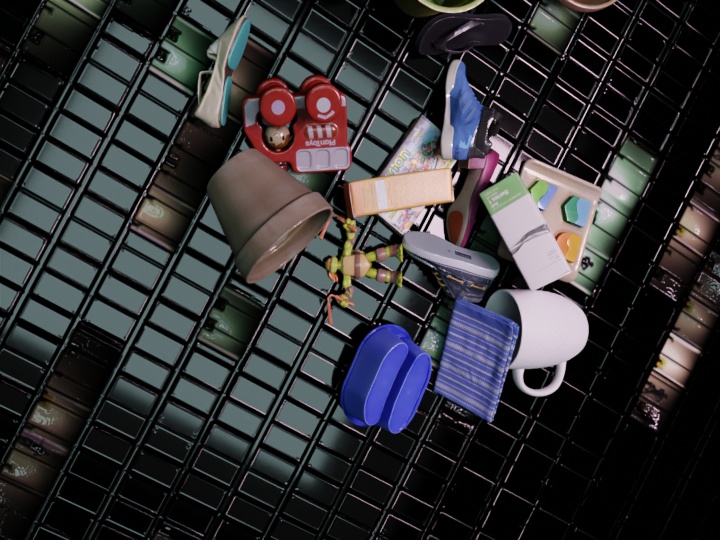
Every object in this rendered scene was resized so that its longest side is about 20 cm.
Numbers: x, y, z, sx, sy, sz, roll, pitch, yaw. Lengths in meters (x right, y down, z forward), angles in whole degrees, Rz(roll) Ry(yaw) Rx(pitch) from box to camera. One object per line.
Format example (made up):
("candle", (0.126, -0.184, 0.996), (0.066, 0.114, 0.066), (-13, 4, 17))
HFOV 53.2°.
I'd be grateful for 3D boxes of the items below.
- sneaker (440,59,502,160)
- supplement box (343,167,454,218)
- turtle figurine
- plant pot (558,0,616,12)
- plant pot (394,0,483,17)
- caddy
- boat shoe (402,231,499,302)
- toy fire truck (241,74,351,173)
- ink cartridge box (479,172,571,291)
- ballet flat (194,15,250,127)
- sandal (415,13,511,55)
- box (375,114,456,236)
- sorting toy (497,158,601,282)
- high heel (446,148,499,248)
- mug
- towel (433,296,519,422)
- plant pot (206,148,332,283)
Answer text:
("sneaker", (0.211, -0.299, 1.339), (0.108, 0.077, 0.205), (3, 68, 11))
("supplement box", (0.070, -0.143, 1.322), (0.194, 0.066, 0.071), (-12, 96, -10))
("turtle figurine", (0.000, 0.000, 1.351), (0.156, 0.064, 0.206), (2, 90, 1))
("plant pot", (0.423, -0.598, 1.390), (0.195, 0.093, 0.207), (-1, 94, -13))
("plant pot", (0.127, -0.539, 1.280), (0.194, 0.190, 0.206), (-1, 95, -13))
("caddy", (0.044, 0.205, 1.359), (0.140, 0.104, 0.204), (26, 88, -36))
("boat shoe", (0.162, -0.001, 1.376), (0.195, 0.072, 0.092), (19, 124, -6))
("toy fire truck", (-0.113, -0.255, 1.298), (0.194, 0.112, 0.172), (-7, 113, -11))
("ink cartridge box", (0.308, -0.068, 1.338), (0.083, 0.146, 0.204), (-28, 82, 14))
("ballet flat", (-0.251, -0.359, 1.277), (0.068, 0.069, 0.205), (15, 91, -12))
("sandal", (0.199, -0.446, 1.357), (0.195, 0.077, 0.044), (-13, 53, -11))
("box", (0.097, -0.181, 1.376), (0.109, 0.035, 0.202), (36, 86, -12))
("sorting toy", (0.384, -0.098, 1.443), (0.181, 0.036, 0.205), (19, 90, -13))
("high heel", (0.226, -0.137, 1.399), (0.094, 0.067, 0.206), (0, 107, -35))
("mug", (0.345, 0.140, 1.394), (0.171, 0.147, 0.206), (2, 88, -21))
("towel", (0.215, 0.168, 1.363), (0.024, 0.143, 0.205), (-7, 114, -50))
("plant pot", (-0.174, -0.109, 1.257), (0.199, 0.200, 0.175), (-39, 85, -7))
